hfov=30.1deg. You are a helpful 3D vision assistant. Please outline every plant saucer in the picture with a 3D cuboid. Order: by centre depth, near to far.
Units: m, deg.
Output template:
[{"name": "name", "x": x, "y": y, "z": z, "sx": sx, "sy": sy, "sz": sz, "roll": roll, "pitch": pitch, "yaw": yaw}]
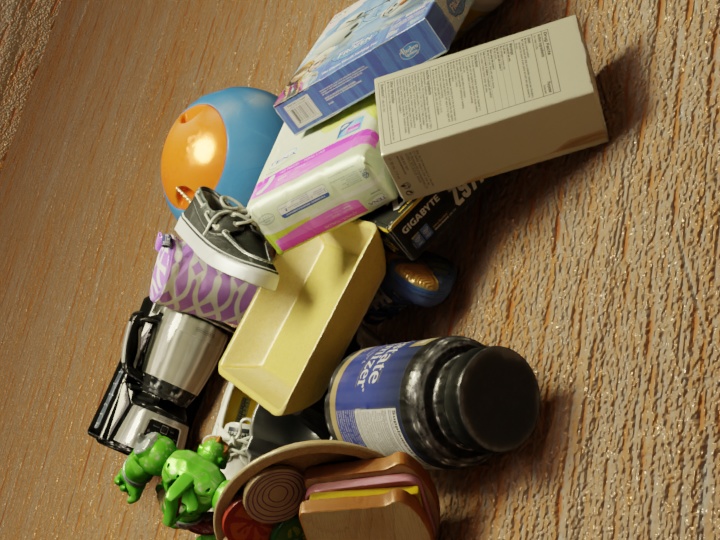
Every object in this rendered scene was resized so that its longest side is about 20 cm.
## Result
[{"name": "plant saucer", "x": -0.051, "y": 0.041, "z": 1.333, "sx": 0.202, "sy": 0.048, "sz": 0.200, "roll": -63, "pitch": 25, "yaw": -3}]

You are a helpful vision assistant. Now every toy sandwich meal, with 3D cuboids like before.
[{"name": "toy sandwich meal", "x": -0.028, "y": 0.227, "z": 1.151, "sx": 0.206, "sy": 0.204, "sz": 0.071, "roll": -49, "pitch": 28, "yaw": 27}]

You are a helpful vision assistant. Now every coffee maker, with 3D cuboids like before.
[{"name": "coffee maker", "x": -0.253, "y": 0.145, "z": 1.720, "sx": 0.192, "sy": 0.133, "sz": 0.202, "roll": 136, "pitch": 158, "yaw": -81}]

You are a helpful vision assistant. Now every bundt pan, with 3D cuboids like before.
[{"name": "bundt pan", "x": -0.030, "y": 0.144, "z": 1.333, "sx": 0.202, "sy": 0.075, "sz": 0.203, "roll": -45, "pitch": 29, "yaw": 33}]

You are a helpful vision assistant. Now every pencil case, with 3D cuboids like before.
[{"name": "pencil case", "x": -0.145, "y": 0.017, "z": 1.526, "sx": 0.084, "sy": 0.198, "sz": 0.086, "roll": -59, "pitch": 25, "yaw": 32}]

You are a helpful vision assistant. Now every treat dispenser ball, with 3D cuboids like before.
[{"name": "treat dispenser ball", "x": -0.146, "y": -0.123, "z": 1.646, "sx": 0.201, "sy": 0.199, "sz": 0.203, "roll": -42, "pitch": 34, "yaw": 37}]

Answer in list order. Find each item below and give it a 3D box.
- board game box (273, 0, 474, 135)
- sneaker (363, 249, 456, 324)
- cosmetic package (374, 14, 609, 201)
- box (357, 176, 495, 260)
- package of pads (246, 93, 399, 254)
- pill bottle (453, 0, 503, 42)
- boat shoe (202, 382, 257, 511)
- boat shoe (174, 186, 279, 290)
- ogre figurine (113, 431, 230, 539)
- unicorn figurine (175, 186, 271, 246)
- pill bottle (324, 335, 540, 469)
[{"name": "board game box", "x": 0.026, "y": -0.241, "z": 1.348, "sx": 0.199, "sy": 0.044, "sz": 0.200, "roll": -25, "pitch": 24, "yaw": 35}, {"name": "sneaker", "x": 0.036, "y": 0.018, "z": 1.356, "sx": 0.200, "sy": 0.074, "sz": 0.089, "roll": -145, "pitch": 67, "yaw": -67}, {"name": "cosmetic package", "x": 0.117, "y": -0.146, "z": 1.218, "sx": 0.197, "sy": 0.071, "sz": 0.106, "roll": -14, "pitch": 51, "yaw": 15}, {"name": "box", "x": 0.072, "y": -0.107, "z": 1.330, "sx": 0.200, "sy": 0.049, "sz": 0.159, "roll": -45, "pitch": 27, "yaw": -10}, {"name": "package of pads", "x": -0.023, "y": -0.116, "z": 1.345, "sx": 0.153, "sy": 0.068, "sz": 0.201, "roll": -24, "pitch": 29, "yaw": 30}, {"name": "pill bottle", "x": 0.096, "y": -0.317, "z": 1.472, "sx": 0.199, "sy": 0.110, "sz": 0.113, "roll": -34, "pitch": 39, "yaw": 45}, {"name": "boat shoe", "x": -0.134, "y": 0.191, "z": 1.472, "sx": 0.087, "sy": 0.074, "sz": 0.204, "roll": 99, "pitch": -178, "yaw": -53}, {"name": "boat shoe", "x": -0.133, "y": -0.039, "z": 1.410, "sx": 0.069, "sy": 0.073, "sz": 0.199, "roll": -65, "pitch": 29, "yaw": 8}, {"name": "ogre figurine", "x": -0.165, "y": 0.232, "z": 1.364, "sx": 0.200, "sy": 0.098, "sz": 0.121, "roll": 45, "pitch": 151, "yaw": 26}, {"name": "unicorn figurine", "x": -0.098, "y": -0.056, "z": 1.511, "sx": 0.137, "sy": 0.198, "sz": 0.075, "roll": -35, "pitch": 41, "yaw": 51}, {"name": "pill bottle", "x": 0.062, "y": 0.115, "z": 1.158, "sx": 0.199, "sy": 0.111, "sz": 0.113, "roll": -14, "pitch": 55, "yaw": 57}]
